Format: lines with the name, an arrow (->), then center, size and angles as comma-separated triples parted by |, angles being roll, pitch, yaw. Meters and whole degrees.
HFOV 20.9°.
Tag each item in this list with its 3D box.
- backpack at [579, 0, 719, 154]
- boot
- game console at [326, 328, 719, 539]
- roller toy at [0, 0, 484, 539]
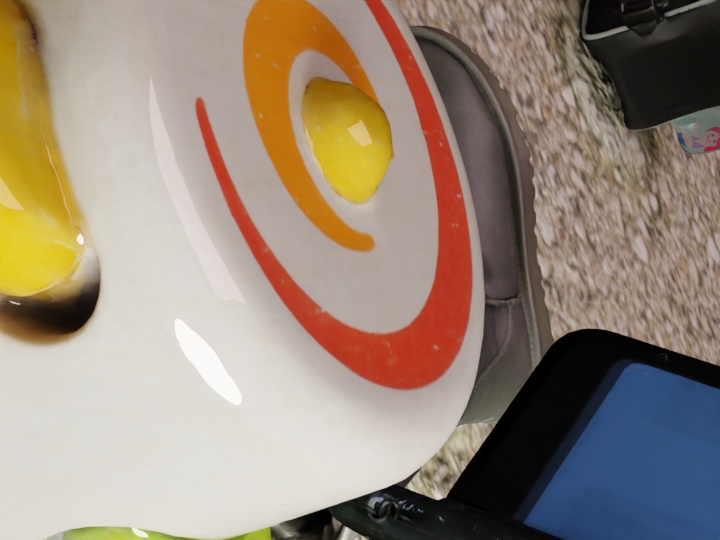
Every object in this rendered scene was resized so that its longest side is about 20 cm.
backpack -> 0.226, -0.176, 1.125 | 0.151, 0.177, 0.200 | 50, 35, -37
boot -> 0.001, -0.002, 0.721 | 0.200, 0.072, 0.182 | -14, 85, -57
game console -> 0.117, 0.073, 0.634 | 0.117, 0.200, 0.176 | -68, 154, -10
roller toy -> -0.055, -0.018, 0.532 | 0.200, 0.140, 0.183 | 53, 31, -30
